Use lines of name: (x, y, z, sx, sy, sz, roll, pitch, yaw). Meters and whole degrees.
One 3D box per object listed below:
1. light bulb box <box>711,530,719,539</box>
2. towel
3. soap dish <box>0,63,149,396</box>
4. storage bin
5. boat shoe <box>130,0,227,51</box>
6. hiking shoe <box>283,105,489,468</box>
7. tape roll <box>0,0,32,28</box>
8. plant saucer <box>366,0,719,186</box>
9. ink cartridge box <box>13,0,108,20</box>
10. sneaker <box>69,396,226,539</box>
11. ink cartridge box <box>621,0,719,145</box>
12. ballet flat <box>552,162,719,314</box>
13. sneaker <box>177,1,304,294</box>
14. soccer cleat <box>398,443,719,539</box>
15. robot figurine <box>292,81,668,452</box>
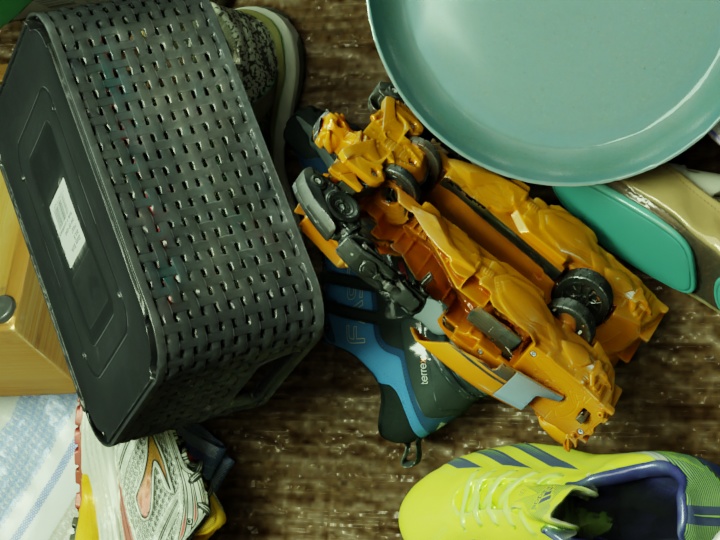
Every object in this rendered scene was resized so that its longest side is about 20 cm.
light bulb box: (0.249, 0.179, 0.913, 0.198, 0.125, 0.200, 44, 101, 25)
towel: (-0.179, 0.111, 1.186, 0.199, 0.024, 0.147, 34, 96, 26)
soap dish: (-0.210, -0.028, 1.172, 0.156, 0.081, 0.201, -3, 66, 30)
storage bin: (-0.109, -0.028, 1.045, 0.201, 0.093, 0.135, 68, 153, 16)
boat shoe: (-0.102, -0.221, 1.191, 0.067, 0.072, 0.202, 10, 78, 32)
hiking shoe: (0.000, 0.000, 1.094, 0.087, 0.074, 0.201, -40, 63, 19)
tape roll: (-0.238, -0.219, 1.100, 0.199, 0.048, 0.202, -5, 79, 24)
plant saucer: (0.102, -0.142, 0.991, 0.198, 0.027, 0.202, 0, 94, 5)
ink cartridge box: (-0.240, -0.237, 1.212, 0.199, 0.147, 0.146, -6, 78, 23)
sneaker: (-0.112, 0.114, 1.111, 0.081, 0.078, 0.202, 0, 83, 4)
ink cartridge box: (0.228, -0.151, 1.008, 0.200, 0.043, 0.198, -46, 79, 8)
ballet flat: (0.186, -0.010, 1.024, 0.200, 0.069, 0.063, 39, 69, 24)
sneaker: (-0.081, -0.059, 1.135, 0.076, 0.089, 0.202, -6, 78, 24)
soccer cleat: (0.095, 0.117, 1.014, 0.199, 0.083, 0.065, -4, 81, 35)
robot figurine: (0.053, -0.007, 1.014, 0.200, 0.145, 0.058, 38, 131, 1)
